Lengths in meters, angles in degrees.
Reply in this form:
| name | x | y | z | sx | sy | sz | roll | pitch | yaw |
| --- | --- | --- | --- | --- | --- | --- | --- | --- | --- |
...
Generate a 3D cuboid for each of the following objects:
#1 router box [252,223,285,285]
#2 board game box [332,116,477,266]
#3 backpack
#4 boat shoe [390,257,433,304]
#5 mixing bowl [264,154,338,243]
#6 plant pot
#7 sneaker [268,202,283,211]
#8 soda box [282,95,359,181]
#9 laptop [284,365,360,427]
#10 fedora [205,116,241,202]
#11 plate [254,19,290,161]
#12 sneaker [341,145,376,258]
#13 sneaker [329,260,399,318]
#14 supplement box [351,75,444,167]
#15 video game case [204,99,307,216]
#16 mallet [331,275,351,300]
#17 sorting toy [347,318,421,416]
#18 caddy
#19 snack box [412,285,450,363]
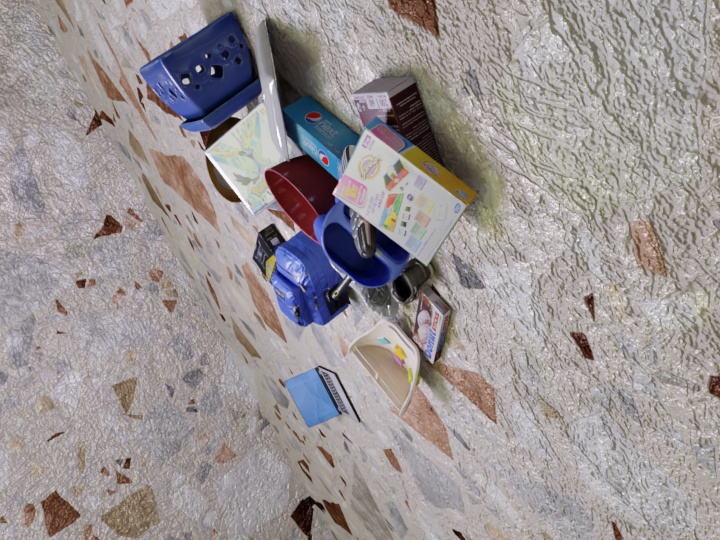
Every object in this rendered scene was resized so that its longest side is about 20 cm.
| name | x | y | z | sx | sy | sz | roll | pitch | yaw |
| --- | --- | --- | --- | --- | --- | --- | --- | --- | --- |
| router box | -0.236 | -0.021 | 2.140 | 0.159 | 0.052 | 0.200 | 53 | 158 | 8 |
| board game box | 0.066 | -0.122 | 1.198 | 0.198 | 0.040 | 0.154 | 38 | 136 | 5 |
| backpack | -0.126 | 0.019 | 1.817 | 0.161 | 0.167 | 0.203 | 28 | 142 | 37 |
| boat shoe | 0.087 | 0.028 | 1.512 | 0.067 | 0.056 | 0.200 | 53 | 158 | 8 |
| mixing bowl | -0.095 | -0.162 | 1.551 | 0.200 | 0.108 | 0.201 | 42 | 164 | 15 |
| plant pot | -0.336 | -0.416 | 1.636 | 0.199 | 0.199 | 0.182 | 12 | 138 | 59 |
| sneaker | -0.173 | -0.224 | 1.716 | 0.113 | 0.075 | 0.204 | 17 | 126 | 16 |
| soda box | -0.065 | -0.250 | 1.445 | 0.200 | 0.067 | 0.065 | 44 | 156 | 30 |
| laptop | -0.124 | 0.419 | 2.416 | 0.199 | 0.115 | 0.190 | 9 | 129 | 62 |
| fedora | -0.275 | -0.262 | 1.761 | 0.080 | 0.201 | 0.204 | -2 | 123 | 33 |
| plate | -0.176 | -0.349 | 1.477 | 0.203 | 0.031 | 0.203 | 85 | 174 | -49 |
| sneaker | 0.037 | -0.126 | 1.317 | 0.075 | 0.112 | 0.205 | 134 | 129 | -70 |
| sneaker | 0.016 | 0.026 | 1.664 | 0.201 | 0.078 | 0.099 | 49 | 176 | 14 |
| supplement box | 0.068 | -0.207 | 1.229 | 0.108 | 0.060 | 0.203 | 17 | 136 | 56 |
| video game case | -0.220 | -0.242 | 1.654 | 0.198 | 0.022 | 0.183 | -32 | 104 | 29 |
| mallet | 0.000 | 0.000 | 1.578 | 0.066 | 0.041 | 0.202 | 43 | 126 | 19 |
| sorting toy | 0.079 | 0.192 | 1.702 | 0.201 | 0.106 | 0.181 | 49 | 153 | 19 |
| caddy | 0.006 | -0.060 | 1.409 | 0.199 | 0.142 | 0.105 | 39 | -176 | -31 |
| snack box | 0.144 | 0.114 | 1.552 | 0.072 | 0.024 | 0.202 | 47 | 156 | 26 |
